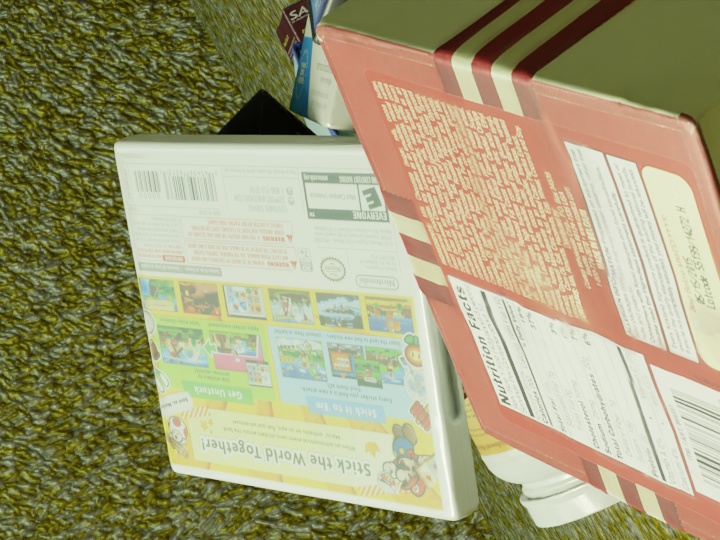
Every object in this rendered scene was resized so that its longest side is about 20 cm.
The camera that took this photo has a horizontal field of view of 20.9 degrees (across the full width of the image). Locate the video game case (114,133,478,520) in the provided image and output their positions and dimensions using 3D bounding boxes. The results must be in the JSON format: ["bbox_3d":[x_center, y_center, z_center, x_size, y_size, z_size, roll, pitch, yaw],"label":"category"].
[{"bbox_3d":[-0.035,0.023,0.961,0.200,0.023,0.183,4,108,42],"label":"video game case"}]

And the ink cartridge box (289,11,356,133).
[{"bbox_3d":[0.023,-0.166,0.952,0.116,0.067,0.201,-145,65,-76],"label":"ink cartridge box"}]

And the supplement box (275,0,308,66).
[{"bbox_3d":[-0.005,-0.156,1.799,0.200,0.061,0.109,62,174,-1],"label":"supplement box"}]

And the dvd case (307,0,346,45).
[{"bbox_3d":[-0.004,-0.219,0.909,0.200,0.017,0.143,-98,23,-44],"label":"dvd case"}]

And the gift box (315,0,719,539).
[{"bbox_3d":[0.134,-0.032,0.556,0.200,0.187,0.185,26,146,47],"label":"gift box"}]

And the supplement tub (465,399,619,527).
[{"bbox_3d":[0.117,0.043,1.212,0.200,0.144,0.145,63,174,-1],"label":"supplement tub"}]

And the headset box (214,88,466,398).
[{"bbox_3d":[0.000,0.000,1.075,0.149,0.077,0.200,46,-175,21],"label":"headset box"}]

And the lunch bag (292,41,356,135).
[{"bbox_3d":[0.039,-0.073,1.469,0.200,0.127,0.170,-110,-1,-45],"label":"lunch bag"}]
